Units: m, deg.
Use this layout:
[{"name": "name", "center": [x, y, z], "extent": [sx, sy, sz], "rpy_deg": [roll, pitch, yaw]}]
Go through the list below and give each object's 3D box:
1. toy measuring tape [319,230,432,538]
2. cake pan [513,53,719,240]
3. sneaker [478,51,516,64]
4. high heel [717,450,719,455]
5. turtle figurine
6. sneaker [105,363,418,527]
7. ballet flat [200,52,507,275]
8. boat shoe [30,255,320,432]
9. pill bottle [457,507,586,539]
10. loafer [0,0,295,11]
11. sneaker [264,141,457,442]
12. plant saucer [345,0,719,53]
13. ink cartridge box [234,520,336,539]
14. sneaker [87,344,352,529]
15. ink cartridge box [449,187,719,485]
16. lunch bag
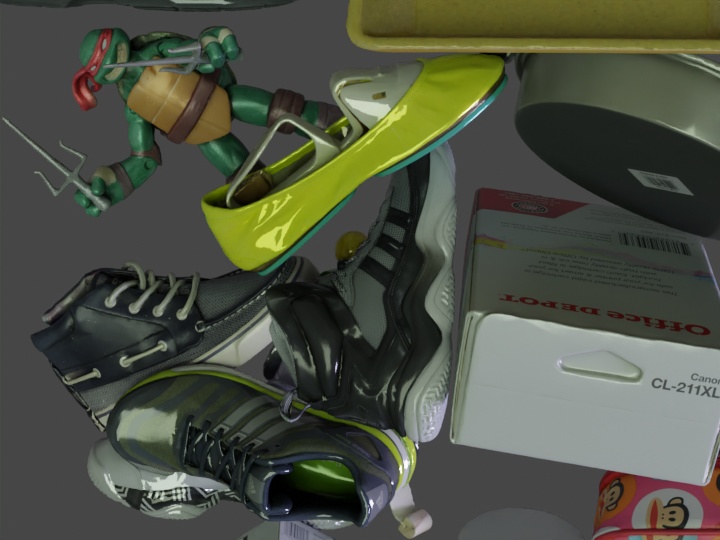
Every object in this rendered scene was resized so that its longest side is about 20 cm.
[{"name": "toy measuring tape", "center": [0.028, 0.069, 0.859], "extent": [0.073, 0.074, 0.202], "rpy_deg": [-18, 87, 14]}, {"name": "cake pan", "center": [0.171, -0.067, 0.738], "extent": [0.198, 0.200, 0.037], "rpy_deg": [25, 82, -3]}, {"name": "sneaker", "center": [0.045, -0.216, 0.763], "extent": [0.089, 0.070, 0.202], "rpy_deg": [-6, 107, 16]}, {"name": "high heel", "center": [0.288, 0.057, 0.834], "extent": [0.095, 0.067, 0.201], "rpy_deg": [30, 118, 5]}, {"name": "turtle figurine", "center": [-0.105, -0.098, 0.812], "extent": [0.198, 0.101, 0.150], "rpy_deg": [24, 129, -19]}, {"name": "sneaker", "center": [-0.066, 0.110, 0.821], "extent": [0.197, 0.081, 0.075], "rpy_deg": [6, 109, 11]}, {"name": "ballet flat", "center": [-0.010, -0.074, 0.761], "extent": [0.199, 0.067, 0.067], "rpy_deg": [-36, 112, 16]}, {"name": "boat shoe", "center": [-0.128, 0.027, 0.877], "extent": [0.199, 0.075, 0.093], "rpy_deg": [-33, 112, 19]}, {"name": "pill bottle", "center": [0.109, 0.276, 0.925], "extent": [0.118, 0.120, 0.202], "rpy_deg": [4, 113, 6]}, {"name": "loafer", "center": [-0.131, -0.190, 0.795], "extent": [0.197, 0.072, 0.064], "rpy_deg": [3, 109, 10]}, {"name": "sneaker", "center": [0.000, 0.000, 0.795], "extent": [0.112, 0.202, 0.076], "rpy_deg": [3, 157, 2]}, {"name": "plant saucer", "center": [0.100, -0.186, 0.660], "extent": [0.197, 0.049, 0.202], "rpy_deg": [2, 70, 8]}, {"name": "ink cartridge box", "center": [-0.083, 0.243, 0.950], "extent": [0.099, 0.040, 0.199], "rpy_deg": [32, 129, -29]}, {"name": "sneaker", "center": [-0.086, 0.107, 0.909], "extent": [0.197, 0.075, 0.116], "rpy_deg": [7, 113, -1]}, {"name": "ink cartridge box", "center": [0.129, 0.030, 0.776], "extent": [0.144, 0.200, 0.084], "rpy_deg": [9, 113, 3]}, {"name": "lunch bag", "center": [0.250, 0.212, 0.874], "extent": [0.174, 0.082, 0.201], "rpy_deg": [-4, 127, 22]}]
